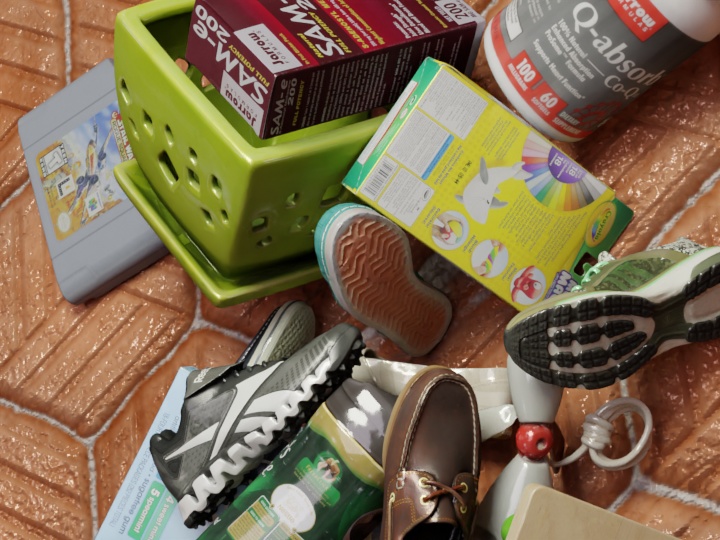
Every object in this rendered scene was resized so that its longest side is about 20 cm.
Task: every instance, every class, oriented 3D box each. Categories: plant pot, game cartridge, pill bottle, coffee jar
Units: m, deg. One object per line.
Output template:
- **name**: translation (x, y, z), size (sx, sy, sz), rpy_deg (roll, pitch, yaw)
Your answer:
- **plant pot**: translation (-0.075, -0.096, 1.459), size (0.200, 0.198, 0.183), rpy_deg (47, 139, 32)
- **game cartridge**: translation (-0.233, -0.086, 1.664), size (0.133, 0.041, 0.202), rpy_deg (-33, 61, 25)
- **pill bottle**: translation (0.196, -0.194, 1.358), size (0.200, 0.115, 0.117), rpy_deg (-38, 58, 31)
- **coffee jar**: translation (-0.033, 0.170, 1.349), size (0.200, 0.104, 0.085), rpy_deg (-47, 70, 4)

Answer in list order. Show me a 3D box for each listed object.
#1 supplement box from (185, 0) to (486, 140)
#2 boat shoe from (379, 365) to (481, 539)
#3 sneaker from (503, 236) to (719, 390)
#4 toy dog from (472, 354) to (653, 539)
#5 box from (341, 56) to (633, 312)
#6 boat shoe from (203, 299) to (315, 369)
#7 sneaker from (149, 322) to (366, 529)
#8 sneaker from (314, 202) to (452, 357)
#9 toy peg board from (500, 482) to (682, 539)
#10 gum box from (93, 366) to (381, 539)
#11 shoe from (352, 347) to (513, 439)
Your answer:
- **supplement box**: translation (-0.018, -0.171, 1.377), size (0.109, 0.199, 0.061), rpy_deg (46, 139, 32)
- **boat shoe**: translation (0.049, 0.168, 1.268), size (0.070, 0.070, 0.203), rpy_deg (-172, 90, -74)
- **sneaker**: translation (0.181, 0.023, 1.315), size (0.089, 0.198, 0.078), rpy_deg (42, 141, 53)
- **toy dog**: translation (0.113, 0.154, 1.345), size (0.202, 0.131, 0.096), rpy_deg (-63, 16, -5)
- **box**: translation (0.099, -0.054, 1.374), size (0.118, 0.199, 0.048), rpy_deg (-54, 19, 2)
- **boat shoe**: translation (-0.104, 0.107, 1.503), size (0.062, 0.074, 0.201), rpy_deg (35, 100, 28)
- **sneaker**: translation (-0.085, 0.096, 1.372), size (0.200, 0.066, 0.091), rpy_deg (-45, 78, 16)
- **sneaker**: translation (0.000, 0.000, 1.392), size (0.080, 0.200, 0.072), rpy_deg (33, 80, 31)
- **toy peg board**: translation (0.156, 0.266, 1.257), size (0.098, 0.197, 0.202), rpy_deg (-174, 105, -76)
- **gum box**: translation (-0.088, 0.196, 1.433), size (0.199, 0.045, 0.171), rpy_deg (27, 92, 9)
- **shoe**: translation (0.028, 0.086, 1.428), size (0.198, 0.070, 0.054), rpy_deg (10, 94, 24)
